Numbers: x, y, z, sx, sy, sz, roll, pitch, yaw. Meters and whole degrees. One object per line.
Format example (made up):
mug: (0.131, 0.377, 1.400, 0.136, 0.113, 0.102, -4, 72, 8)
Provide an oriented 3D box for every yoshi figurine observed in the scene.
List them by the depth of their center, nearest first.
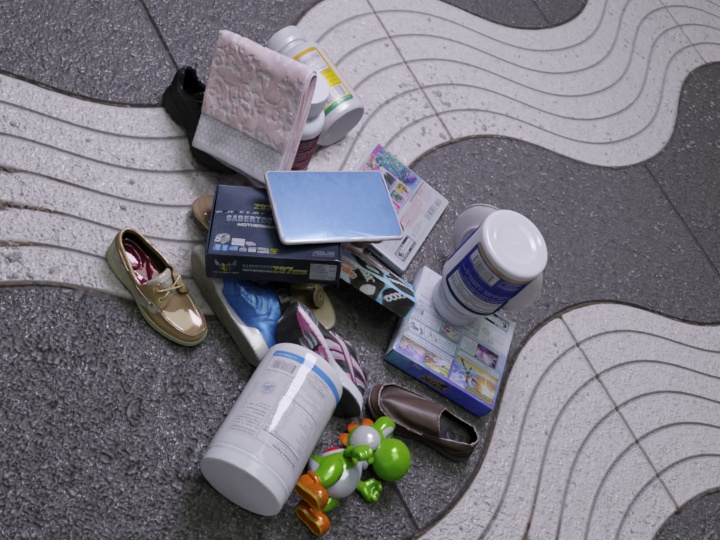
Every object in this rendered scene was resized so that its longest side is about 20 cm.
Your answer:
yoshi figurine: (0.002, 0.291, 1.130, 0.199, 0.112, 0.114, -35, 97, -39)

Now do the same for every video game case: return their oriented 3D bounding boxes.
video game case: (0.155, 0.119, 1.333, 0.197, 0.046, 0.183, 31, 52, -8)
video game case: (0.049, -0.117, 1.427, 0.181, 0.024, 0.201, 38, 54, -2)

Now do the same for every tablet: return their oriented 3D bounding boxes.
tablet: (-0.039, -0.095, 1.166, 0.195, 0.014, 0.132, -3, 58, -25)

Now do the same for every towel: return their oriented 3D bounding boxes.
towel: (-0.168, -0.245, 1.201, 0.198, 0.195, 0.032, 29, 21, 27)

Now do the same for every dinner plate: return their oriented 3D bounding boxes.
dinner plate: (0.226, -0.017, 1.349, 0.024, 0.201, 0.202, -29, 78, -32)

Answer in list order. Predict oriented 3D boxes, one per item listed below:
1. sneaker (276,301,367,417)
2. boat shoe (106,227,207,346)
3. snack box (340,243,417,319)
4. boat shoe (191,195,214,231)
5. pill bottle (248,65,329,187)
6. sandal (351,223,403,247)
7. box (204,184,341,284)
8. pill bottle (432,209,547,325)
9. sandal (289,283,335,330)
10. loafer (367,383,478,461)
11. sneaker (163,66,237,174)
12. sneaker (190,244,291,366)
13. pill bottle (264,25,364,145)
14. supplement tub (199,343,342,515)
sneaker: (-0.054, 0.125, 1.192, 0.202, 0.079, 0.087, 62, 33, -24)
boat shoe: (-0.296, 0.023, 1.145, 0.200, 0.066, 0.074, 46, 53, 3)
snack box: (0.000, 0.000, 1.285, 0.198, 0.038, 0.116, 33, 10, -7)
boat shoe: (-0.189, -0.047, 1.238, 0.198, 0.066, 0.072, 32, 48, 18)
pill bottle: (-0.120, -0.229, 1.284, 0.107, 0.201, 0.111, 12, 48, -14)
sandal: (0.007, -0.074, 1.296, 0.076, 0.071, 0.212, 15, 20, -28)
box: (-0.126, -0.055, 1.171, 0.195, 0.052, 0.160, 4, 42, -5)
pill bottle: (0.200, 0.005, 1.267, 0.117, 0.200, 0.122, 12, 57, -19)
sandal: (-0.101, -0.003, 1.256, 0.077, 0.070, 0.214, -26, 77, -35)
loafer: (0.105, 0.227, 1.230, 0.197, 0.071, 0.074, 26, 54, -11)
sneaker: (-0.257, -0.248, 1.303, 0.075, 0.091, 0.201, -34, 83, -37)
sneaker: (-0.168, 0.033, 1.196, 0.110, 0.077, 0.202, -32, 84, -30)
pill bottle: (-0.090, -0.338, 1.423, 0.112, 0.113, 0.202, -30, 79, -36)
supplement tub: (-0.119, 0.215, 1.087, 0.131, 0.132, 0.202, 34, 54, -5)
